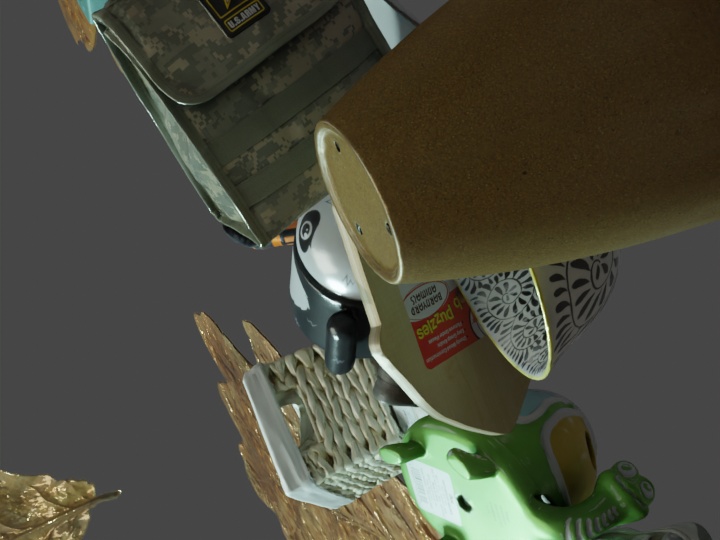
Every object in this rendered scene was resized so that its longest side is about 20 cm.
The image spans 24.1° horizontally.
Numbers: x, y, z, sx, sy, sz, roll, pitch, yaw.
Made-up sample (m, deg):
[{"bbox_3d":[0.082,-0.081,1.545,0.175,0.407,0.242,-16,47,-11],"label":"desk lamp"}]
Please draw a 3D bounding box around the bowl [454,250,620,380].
[{"bbox_3d":[0.109,-0.041,1.055,0.201,0.094,0.201,61,170,18],"label":"bowl"}]

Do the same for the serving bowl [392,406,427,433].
[{"bbox_3d":[0.076,0.131,1.547,0.200,0.066,0.200,59,166,25],"label":"serving bowl"}]

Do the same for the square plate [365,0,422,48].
[{"bbox_3d":[0.030,-0.124,1.291,0.198,0.028,0.200,50,150,47],"label":"square plate"}]

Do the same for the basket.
[{"bbox_3d":[-0.017,0.148,1.670,0.200,0.123,0.136,39,-152,-73],"label":"basket"}]

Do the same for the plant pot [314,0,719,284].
[{"bbox_3d":[0.085,-0.074,0.880,0.186,0.200,0.186,57,164,25],"label":"plant pot"}]

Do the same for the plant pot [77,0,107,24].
[{"bbox_3d":[-0.147,-0.289,1.346,0.141,0.200,0.141,60,165,17],"label":"plant pot"}]

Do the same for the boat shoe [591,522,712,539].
[{"bbox_3d":[0.186,0.228,1.234,0.202,0.065,0.074,-34,68,64],"label":"boat shoe"}]

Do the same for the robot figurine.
[{"bbox_3d":[-0.001,-0.002,1.462,0.150,0.125,0.200,60,162,24],"label":"robot figurine"}]

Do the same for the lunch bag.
[{"bbox_3d":[-0.073,-0.148,1.189,0.200,0.164,0.118,57,167,-25],"label":"lunch bag"}]

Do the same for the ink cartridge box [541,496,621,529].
[{"bbox_3d":[0.186,0.256,1.403,0.200,0.045,0.176,55,162,35],"label":"ink cartridge box"}]

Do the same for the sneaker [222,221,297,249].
[{"bbox_3d":[-0.089,-0.096,1.592,0.200,0.112,0.078,-107,4,-50],"label":"sneaker"}]

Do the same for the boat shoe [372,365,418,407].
[{"bbox_3d":[0.059,0.091,1.368,0.067,0.057,0.200,19,177,27],"label":"boat shoe"}]

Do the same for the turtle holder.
[{"bbox_3d":[0.119,0.148,1.273,0.141,0.132,0.185,58,148,-1],"label":"turtle holder"}]

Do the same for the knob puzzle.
[{"bbox_3d":[0.061,0.022,1.172,0.030,0.220,0.220,-13,105,40],"label":"knob puzzle"}]
